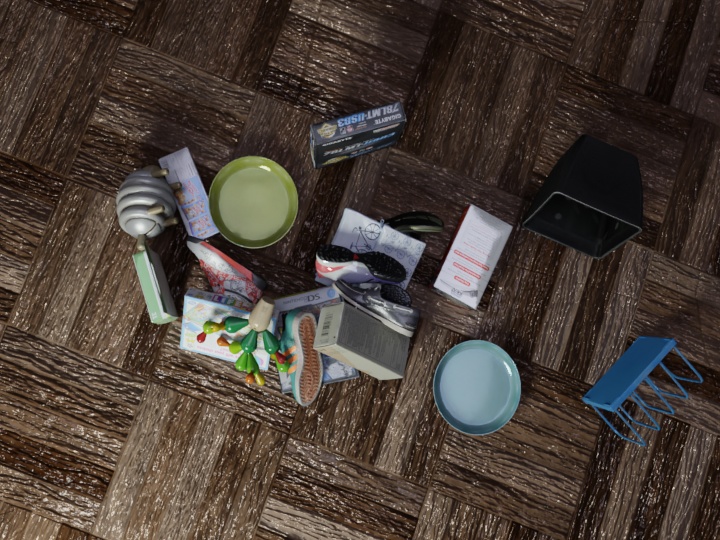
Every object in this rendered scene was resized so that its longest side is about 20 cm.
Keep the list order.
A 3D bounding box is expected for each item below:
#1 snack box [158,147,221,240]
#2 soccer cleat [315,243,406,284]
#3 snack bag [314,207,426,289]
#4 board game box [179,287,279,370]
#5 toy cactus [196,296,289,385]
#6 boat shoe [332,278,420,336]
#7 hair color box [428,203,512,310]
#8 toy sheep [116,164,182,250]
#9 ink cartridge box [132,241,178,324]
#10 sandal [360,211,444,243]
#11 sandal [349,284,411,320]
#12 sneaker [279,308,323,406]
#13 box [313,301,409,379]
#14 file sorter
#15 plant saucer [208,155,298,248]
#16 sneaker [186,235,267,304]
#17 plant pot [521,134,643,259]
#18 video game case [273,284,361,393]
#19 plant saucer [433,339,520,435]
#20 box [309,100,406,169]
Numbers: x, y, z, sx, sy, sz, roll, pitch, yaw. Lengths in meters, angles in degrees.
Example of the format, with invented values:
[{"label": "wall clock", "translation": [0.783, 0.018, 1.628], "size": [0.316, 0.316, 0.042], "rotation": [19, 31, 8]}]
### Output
[{"label": "snack box", "translation": [-0.374, -0.164, 1.508], "size": [0.070, 0.024, 0.204], "rotation": [-23, 86, -6]}, {"label": "soccer cleat", "translation": [0.000, 0.000, 1.458], "size": [0.195, 0.074, 0.069], "rotation": [12, 45, 1]}, {"label": "snack bag", "translation": [0.018, -0.019, 1.486], "size": [0.196, 0.021, 0.192], "rotation": [26, 108, 0]}, {"label": "board game box", "translation": [-0.277, 0.124, 1.446], "size": [0.195, 0.034, 0.137], "rotation": [14, 118, -1]}, {"label": "toy cactus", "translation": [-0.223, 0.131, 1.378], "size": [0.197, 0.102, 0.168], "rotation": [29, 107, 6]}, {"label": "boat shoe", "translation": [0.035, 0.062, 1.419], "size": [0.197, 0.073, 0.064], "rotation": [31, 96, 11]}, {"label": "hair color box", "translation": [0.243, -0.028, 1.517], "size": [0.109, 0.064, 0.204], "rotation": [27, 82, -2]}, {"label": "toy sheep", "translation": [-0.450, -0.136, 1.445], "size": [0.134, 0.139, 0.204], "rotation": [1, 58, -3]}, {"label": "ink cartridge box", "translation": [-0.425, 0.030, 1.399], "size": [0.047, 0.200, 0.149], "rotation": [-17, 86, -7]}, {"label": "sandal", "translation": [0.089, -0.084, 1.513], "size": [0.196, 0.080, 0.059], "rotation": [-10, 118, 10]}, {"label": "sandal", "translation": [0.022, 0.082, 1.485], "size": [0.196, 0.045, 0.077], "rotation": [-22, 89, 23]}, {"label": "sneaker", "translation": [-0.129, 0.179, 1.440], "size": [0.070, 0.079, 0.206], "rotation": [-12, 106, -42]}, {"label": "box", "translation": [0.006, 0.150, 1.420], "size": [0.198, 0.077, 0.097], "rotation": [32, 59, -34]}, {"label": "file sorter", "translation": [0.610, 0.258, 1.478], "size": [0.200, 0.139, 0.123], "rotation": [-44, 91, -6]}, {"label": "plant saucer", "translation": [-0.235, -0.148, 1.508], "size": [0.194, 0.031, 0.206], "rotation": [1, 83, -8]}, {"label": "sneaker", "translation": [-0.307, 0.019, 1.467], "size": [0.199, 0.067, 0.109], "rotation": [33, 82, -10]}, {"label": "plant pot", "translation": [0.495, -0.168, 1.491], "size": [0.195, 0.200, 0.181], "rotation": [23, 71, -1]}, {"label": "video game case", "translation": [-0.104, 0.146, 1.477], "size": [0.176, 0.025, 0.206], "rotation": [-13, 87, 8]}, {"label": "plant saucer", "translation": [0.255, 0.256, 1.510], "size": [0.194, 0.027, 0.206], "rotation": [0, 85, -4]}, {"label": "box", "translation": [-0.010, -0.285, 1.455], "size": [0.195, 0.198, 0.051], "rotation": [-17, 88, -6]}]
